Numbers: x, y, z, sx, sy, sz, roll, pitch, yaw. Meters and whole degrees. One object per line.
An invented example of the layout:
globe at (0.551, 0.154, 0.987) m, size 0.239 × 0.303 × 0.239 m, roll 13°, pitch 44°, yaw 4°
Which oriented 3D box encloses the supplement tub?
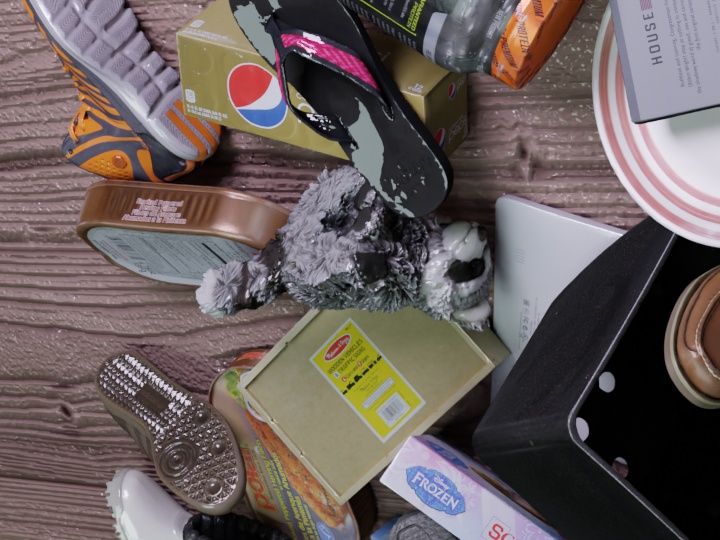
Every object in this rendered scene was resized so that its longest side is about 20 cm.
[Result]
supplement tub at (0.039, -0.204, 1.262) m, size 0.199 × 0.123 × 0.123 m, roll 34°, pitch 136°, yaw 10°

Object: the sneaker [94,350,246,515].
sneaker at (-0.141, 0.138, 1.675) m, size 0.200 × 0.070 × 0.076 m, roll 45°, pitch 172°, yaw 42°

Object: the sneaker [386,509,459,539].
sneaker at (0.074, 0.258, 1.498) m, size 0.076 × 0.089 × 0.201 m, roll -23°, pitch 102°, yaw 11°

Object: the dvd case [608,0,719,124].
dvd case at (0.227, -0.175, 1.173) m, size 0.199 × 0.025 × 0.152 m, roll -10°, pitch 91°, yaw 41°

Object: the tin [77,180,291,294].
tin at (-0.122, -0.023, 1.543) m, size 0.199 × 0.042 × 0.112 m, roll 5°, pitch 160°, yaw 32°

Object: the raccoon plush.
raccoon plush at (0.000, 0.000, 1.445) m, size 0.199 × 0.098 × 0.134 m, roll -12°, pitch 147°, yaw 42°

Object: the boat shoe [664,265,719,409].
boat shoe at (0.252, 0.008, 1.214) m, size 0.072 × 0.200 × 0.068 m, roll 51°, pitch 140°, yaw 0°

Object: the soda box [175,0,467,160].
soda box at (-0.026, -0.127, 1.412) m, size 0.199 × 0.064 × 0.068 m, roll 16°, pitch 129°, yaw 25°

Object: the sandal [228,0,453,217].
sandal at (-0.016, -0.117, 1.334) m, size 0.200 × 0.045 × 0.075 m, roll 51°, pitch 129°, yaw 2°

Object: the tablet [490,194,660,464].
tablet at (0.151, 0.046, 1.453) m, size 0.129 × 0.014 × 0.201 m, roll 18°, pitch 132°, yaw 24°

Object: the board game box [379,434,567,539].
board game box at (0.115, 0.190, 1.481) m, size 0.199 × 0.041 × 0.200 m, roll 35°, pitch -179°, yaw 8°

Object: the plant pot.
plant pot at (0.191, 0.096, 1.324) m, size 0.199 × 0.201 × 0.177 m, roll 42°, pitch 152°, yaw -17°

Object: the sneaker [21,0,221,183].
sneaker at (-0.202, -0.138, 1.523) m, size 0.200 × 0.078 × 0.112 m, roll 51°, pitch 135°, yaw -8°

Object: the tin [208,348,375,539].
tin at (-0.055, 0.152, 1.671) m, size 0.111 × 0.042 × 0.201 m, roll -1°, pitch 121°, yaw 32°

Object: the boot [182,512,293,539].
boot at (-0.153, 0.275, 1.719) m, size 0.209 × 0.080 × 0.159 m, roll 3°, pitch 126°, yaw 0°

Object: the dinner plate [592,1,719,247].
dinner plate at (0.225, -0.114, 1.217) m, size 0.199 × 0.024 × 0.202 m, roll 1°, pitch 92°, yaw 40°

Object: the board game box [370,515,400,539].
board game box at (0.100, 0.289, 1.618) m, size 0.199 × 0.036 × 0.152 m, roll 19°, pitch 136°, yaw 53°

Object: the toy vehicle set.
toy vehicle set at (0.006, 0.075, 1.537) m, size 0.124 × 0.026 × 0.200 m, roll 49°, pitch 127°, yaw 4°

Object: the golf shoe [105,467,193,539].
golf shoe at (-0.134, 0.239, 1.787) m, size 0.097 × 0.078 × 0.200 m, roll -29°, pitch 109°, yaw 28°
